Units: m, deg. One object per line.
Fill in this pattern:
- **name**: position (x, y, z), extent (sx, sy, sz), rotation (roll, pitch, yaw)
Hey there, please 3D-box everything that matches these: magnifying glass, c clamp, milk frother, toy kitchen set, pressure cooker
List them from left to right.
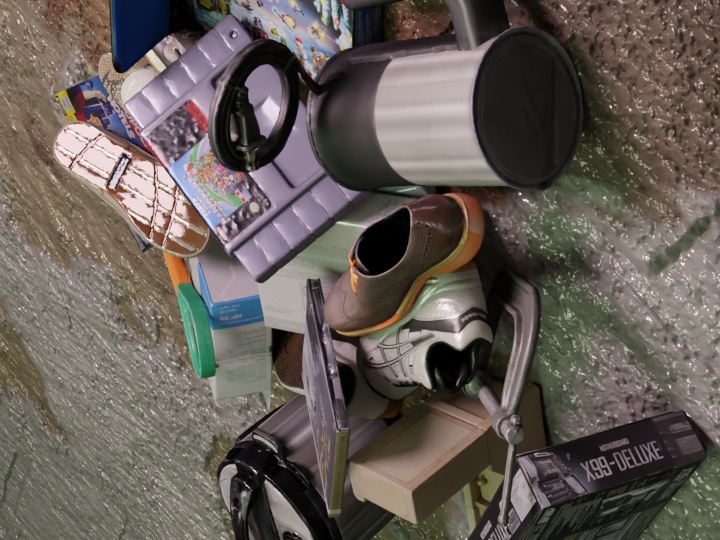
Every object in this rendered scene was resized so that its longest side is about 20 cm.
- **magnifying glass**: position (-0.182, 0.034, 1.380), extent (0.200, 0.022, 0.080), rotation (-114, 19, -48)
- **pressure cooker**: position (-0.056, 0.230, 1.395), extent (0.176, 0.200, 0.179), rotation (51, 148, 1)
- **milk frother**: position (0.020, -0.116, 0.957), extent (0.188, 0.200, 0.181), rotation (3, 131, 50)
- **toy kitchen set**: position (0.064, 0.208, 1.238), extent (0.163, 0.180, 0.200), rotation (19, 131, 42)
- **c clamp**: position (0.111, 0.086, 1.066), extent (0.200, 0.027, 0.171), rotation (-104, 24, -75)

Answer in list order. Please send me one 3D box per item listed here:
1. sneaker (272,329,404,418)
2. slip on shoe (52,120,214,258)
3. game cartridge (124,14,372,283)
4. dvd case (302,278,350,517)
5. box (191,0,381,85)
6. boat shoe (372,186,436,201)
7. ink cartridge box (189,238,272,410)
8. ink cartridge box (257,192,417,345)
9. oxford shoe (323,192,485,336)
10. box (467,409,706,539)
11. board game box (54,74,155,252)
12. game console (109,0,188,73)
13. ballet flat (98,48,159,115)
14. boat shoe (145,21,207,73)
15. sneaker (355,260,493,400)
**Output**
- **sneaker**: position (-0.025, 0.107, 1.362), extent (0.200, 0.085, 0.073), rotation (37, 106, 55)
- **slip on shoe**: position (-0.223, -0.081, 1.326), extent (0.200, 0.076, 0.061), rotation (32, -177, 15)
- **game cartridge**: position (-0.099, -0.103, 1.106), extent (0.200, 0.130, 0.038), rotation (52, -179, 14)
- **dvd case**: position (-0.034, 0.120, 1.188), extent (0.200, 0.016, 0.149), rotation (95, 165, -59)
- **box**: position (-0.067, -0.237, 1.106), extent (0.200, 0.040, 0.137), rotation (33, 142, 28)
- **boat shoe**: position (-0.023, -0.084, 1.168), extent (0.199, 0.067, 0.074), rotation (0, 142, 26)
- **ink cartridge box**: position (-0.141, 0.057, 1.416), extent (0.200, 0.068, 0.116), rotation (94, 160, -47)
- **ink cartridge box**: position (0.000, 0.000, 1.172), extent (0.199, 0.045, 0.176), rotation (10, 143, 13)
- **oxford shoe**: position (0.014, -0.006, 1.043), extent (0.200, 0.073, 0.071), rotation (-44, 53, 46)
- **box**: position (0.182, 0.203, 1.106), extent (0.200, 0.157, 0.050), rotation (107, 144, -53)
- **board game box**: position (-0.210, -0.126, 1.374), extent (0.200, 0.062, 0.200), rotation (-7, 116, 52)
- **game console**: position (-0.212, -0.297, 1.117), extent (0.171, 0.118, 0.200), rotation (32, 131, 37)
- **ballet flat**: position (-0.171, -0.145, 1.259), extent (0.200, 0.068, 0.075), rotation (39, -167, -7)
- **boat shoe**: position (-0.145, -0.193, 1.230), extent (0.065, 0.073, 0.200), rotation (-41, 79, 33)
- **sneaker**: position (0.053, 0.075, 1.116), extent (0.200, 0.075, 0.088), rotation (117, 140, -55)
